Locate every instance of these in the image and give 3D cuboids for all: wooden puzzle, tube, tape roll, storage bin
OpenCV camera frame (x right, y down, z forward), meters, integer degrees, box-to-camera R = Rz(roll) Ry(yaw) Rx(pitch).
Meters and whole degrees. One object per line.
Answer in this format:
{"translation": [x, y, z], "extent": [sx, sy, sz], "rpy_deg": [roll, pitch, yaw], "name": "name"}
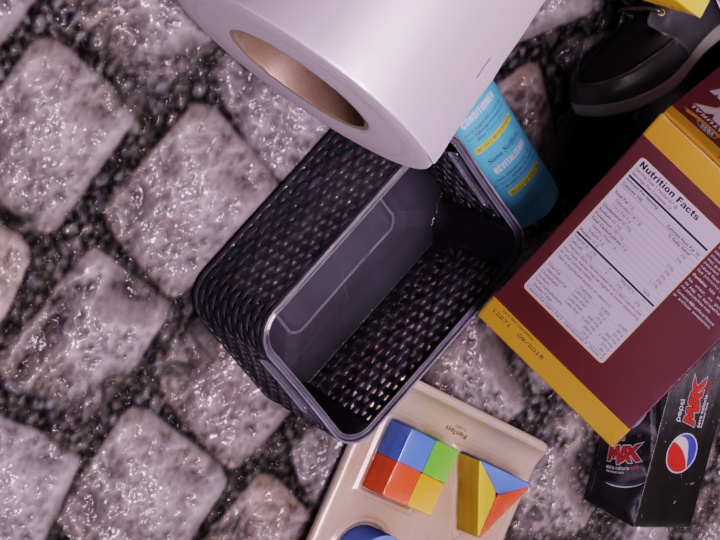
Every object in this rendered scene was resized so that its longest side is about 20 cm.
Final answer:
{"translation": [0.047, 0.196, 1.722], "extent": [0.185, 0.046, 0.201], "rpy_deg": [27, 89, -40], "name": "wooden puzzle"}
{"translation": [0.073, -0.116, 1.634], "extent": [0.078, 0.050, 0.200], "rpy_deg": [-51, 124, -20], "name": "tube"}
{"translation": [-0.001, -0.176, 1.450], "extent": [0.203, 0.202, 0.140], "rpy_deg": [40, 81, -39], "name": "tape roll"}
{"translation": [0.000, 0.000, 1.586], "extent": [0.200, 0.094, 0.135], "rpy_deg": [-49, 128, -14], "name": "storage bin"}

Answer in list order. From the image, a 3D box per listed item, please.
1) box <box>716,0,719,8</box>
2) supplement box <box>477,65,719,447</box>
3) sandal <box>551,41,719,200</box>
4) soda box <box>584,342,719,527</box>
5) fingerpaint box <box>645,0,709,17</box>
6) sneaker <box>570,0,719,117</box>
{"translation": [0.317, -0.298, 1.671], "extent": [0.176, 0.096, 0.201], "rpy_deg": [59, 47, -34], "name": "box"}
{"translation": [0.219, -0.016, 1.617], "extent": [0.200, 0.133, 0.197], "rpy_deg": [-48, 174, 25], "name": "supplement box"}
{"translation": [0.224, -0.119, 1.743], "extent": [0.200, 0.043, 0.077], "rpy_deg": [-33, 124, -23], "name": "sandal"}
{"translation": [0.244, 0.101, 1.825], "extent": [0.070, 0.063, 0.202], "rpy_deg": [6, 102, -37], "name": "soda box"}
{"translation": [0.132, -0.258, 1.543], "extent": [0.199, 0.166, 0.074], "rpy_deg": [30, 88, -41], "name": "fingerpaint box"}
{"translation": [0.212, -0.201, 1.693], "extent": [0.200, 0.075, 0.107], "rpy_deg": [-41, 123, -30], "name": "sneaker"}
